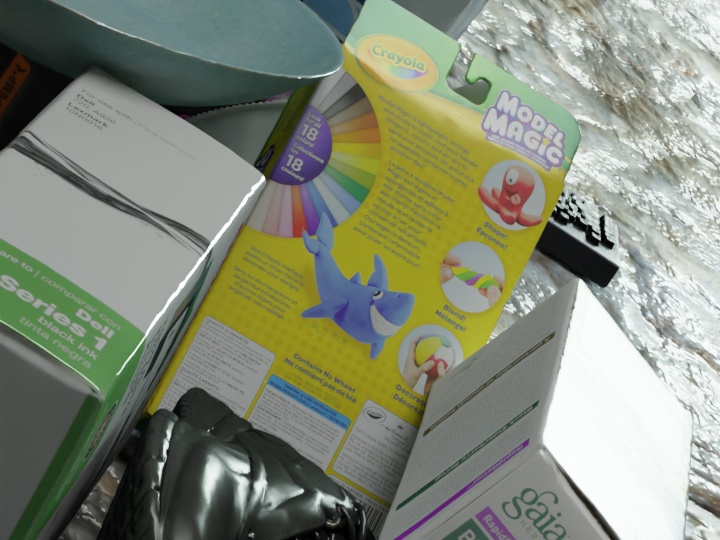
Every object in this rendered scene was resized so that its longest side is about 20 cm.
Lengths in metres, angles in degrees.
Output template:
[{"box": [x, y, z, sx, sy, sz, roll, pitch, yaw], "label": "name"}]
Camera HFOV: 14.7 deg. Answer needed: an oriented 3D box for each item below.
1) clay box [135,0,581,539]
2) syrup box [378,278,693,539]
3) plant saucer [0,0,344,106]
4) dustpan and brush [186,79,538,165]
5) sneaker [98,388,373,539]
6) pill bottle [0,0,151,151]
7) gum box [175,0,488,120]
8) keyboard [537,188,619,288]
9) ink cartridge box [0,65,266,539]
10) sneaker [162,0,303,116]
[{"box": [0.000, 0.000, 1.135, 0.115, 0.201, 0.048, 31, -16, -13], "label": "clay box"}, {"box": [0.067, 0.081, 1.015, 0.079, 0.081, 0.200, 50, 18, -8], "label": "syrup box"}, {"box": [-0.104, -0.107, 1.089, 0.200, 0.039, 0.201, 24, 18, -8], "label": "plant saucer"}, {"box": [0.008, -0.053, 1.232, 0.139, 0.058, 0.199, 18, -10, -35], "label": "dustpan and brush"}, {"box": [-0.041, 0.092, 0.975, 0.090, 0.076, 0.200, 23, 12, 3], "label": "sneaker"}, {"box": [-0.175, -0.119, 1.191, 0.199, 0.106, 0.106, 35, 26, -4], "label": "pill bottle"}, {"box": [-0.007, -0.136, 1.321, 0.113, 0.200, 0.066, 40, 26, 4], "label": "gum box"}, {"box": [0.054, -0.055, 1.476, 0.199, 0.021, 0.127, 32, 26, -9], "label": "keyboard"}, {"box": [-0.119, 0.035, 0.958, 0.084, 0.147, 0.200, 31, 26, 1], "label": "ink cartridge box"}, {"box": [-0.057, -0.116, 1.255, 0.091, 0.200, 0.076, 51, 55, -16], "label": "sneaker"}]
